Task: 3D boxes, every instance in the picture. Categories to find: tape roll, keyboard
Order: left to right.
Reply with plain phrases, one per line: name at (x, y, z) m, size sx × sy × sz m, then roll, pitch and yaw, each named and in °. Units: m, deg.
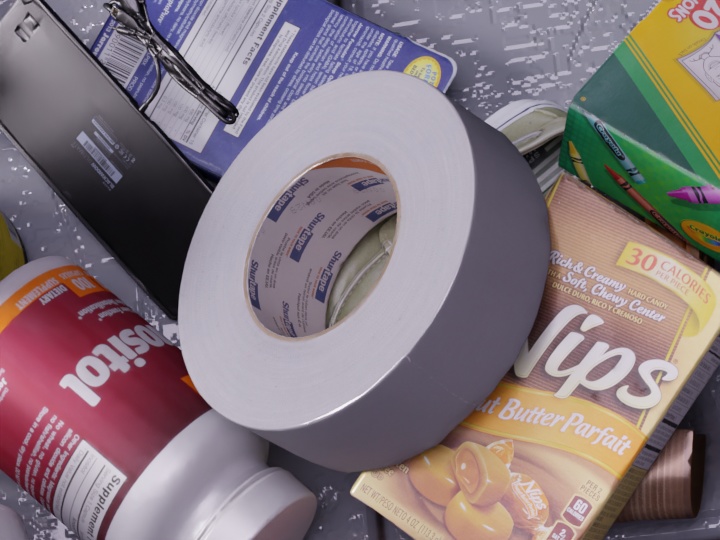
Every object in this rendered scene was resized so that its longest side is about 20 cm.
keyboard at (-0.128, -0.081, 1.602) m, size 0.200 × 0.021 × 0.127 m, roll 48°, pitch 116°, yaw 10°
tape roll at (0.000, 0.000, 1.474) m, size 0.200 × 0.066 × 0.200 m, roll -22°, pitch 53°, yaw 34°

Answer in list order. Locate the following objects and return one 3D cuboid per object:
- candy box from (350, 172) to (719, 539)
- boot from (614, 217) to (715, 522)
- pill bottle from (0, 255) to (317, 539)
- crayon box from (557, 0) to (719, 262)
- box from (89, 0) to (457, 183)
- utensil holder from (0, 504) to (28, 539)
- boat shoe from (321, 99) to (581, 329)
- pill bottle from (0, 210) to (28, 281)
candy box at (0.099, 0.065, 1.464) m, size 0.115 × 0.055 × 0.200 m, roll 34°, pitch 93°, yaw 17°
boot at (0.109, 0.036, 1.530) m, size 0.155 × 0.074 × 0.200 m, roll 3°, pitch 72°, yaw 16°
pill bottle at (-0.124, 0.092, 1.535) m, size 0.200 × 0.113 × 0.113 m, roll 38°, pitch 84°, yaw 18°
crayon box at (0.209, -0.103, 1.519) m, size 0.119 × 0.058 × 0.200 m, roll 32°, pitch 58°, yaw 17°
box at (-0.054, -0.103, 1.620) m, size 0.200 × 0.032 × 0.121 m, roll 27°, pitch 81°, yaw 18°
utensil holder at (-0.227, 0.239, 1.483) m, size 0.170 × 0.170 × 0.200 m, roll -18°, pitch 70°, yaw 5°
boat shoe at (0.044, -0.019, 1.549) m, size 0.200 × 0.062 × 0.072 m, roll -46°, pitch 106°, yaw -5°
pill bottle at (-0.257, -0.017, 1.545) m, size 0.112 × 0.200 × 0.112 m, roll -3°, pitch 73°, yaw 10°
